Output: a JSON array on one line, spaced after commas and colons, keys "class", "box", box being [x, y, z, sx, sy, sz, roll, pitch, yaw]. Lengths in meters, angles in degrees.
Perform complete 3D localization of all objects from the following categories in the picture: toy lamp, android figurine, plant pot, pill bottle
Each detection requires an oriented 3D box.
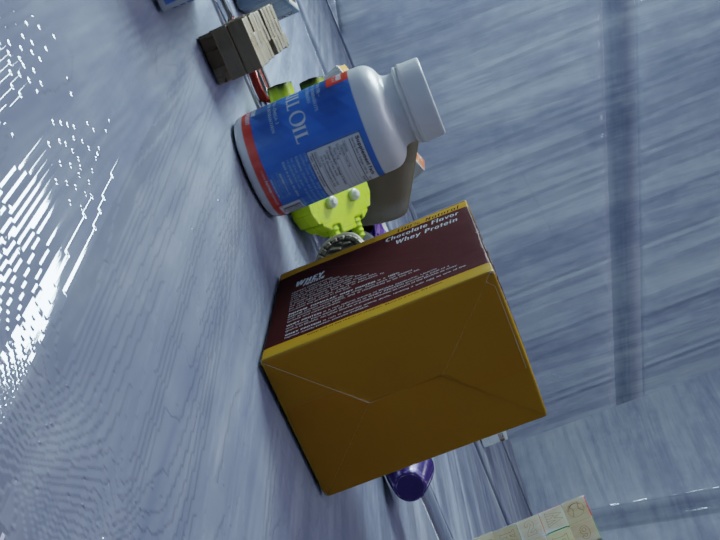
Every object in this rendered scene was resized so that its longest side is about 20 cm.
[{"class": "toy lamp", "box": [0.055, 0.205, 1.122, 0.200, 0.058, 0.059, -91, 158, -75]}, {"class": "android figurine", "box": [-0.045, -0.126, 1.133, 0.182, 0.041, 0.202, -22, 96, -52]}, {"class": "plant pot", "box": [-0.001, -0.159, 1.314, 0.200, 0.198, 0.175, -87, 171, -72]}, {"class": "pill bottle", "box": [-0.019, -0.141, 0.986, 0.112, 0.198, 0.113, -22, 90, -83]}]

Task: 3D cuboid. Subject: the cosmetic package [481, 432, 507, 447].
[{"class": "cosmetic package", "box": [0.332, 0.373, 2.554, 0.200, 0.073, 0.102, -79, 146, -73]}]

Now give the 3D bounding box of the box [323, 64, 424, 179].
[{"class": "box", "box": [-0.001, -0.204, 1.462, 0.200, 0.097, 0.124, 49, 11, -7]}]

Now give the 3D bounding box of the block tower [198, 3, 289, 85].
[{"class": "block tower", "box": [-0.125, -0.252, 1.059, 0.200, 0.054, 0.058, -77, 146, -71]}]

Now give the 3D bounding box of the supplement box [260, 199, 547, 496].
[{"class": "supplement box", "box": [0.036, 0.059, 0.845, 0.200, 0.196, 0.134, -91, 159, -70]}]

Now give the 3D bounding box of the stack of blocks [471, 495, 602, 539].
[{"class": "stack of blocks", "box": [0.190, 0.351, 1.127, 0.059, 0.199, 0.116, -107, 172, -47]}]

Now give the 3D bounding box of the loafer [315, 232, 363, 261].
[{"class": "loafer", "box": [-0.004, 0.059, 1.062, 0.068, 0.075, 0.202, 46, 34, -74]}]

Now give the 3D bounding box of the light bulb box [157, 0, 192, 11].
[{"class": "light bulb box", "box": [-0.158, -0.367, 0.909, 0.200, 0.124, 0.200, -93, 161, -69]}]

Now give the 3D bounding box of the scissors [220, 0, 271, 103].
[{"class": "scissors", "box": [-0.153, -0.296, 1.183, 0.073, 0.014, 0.201, -83, 151, -69]}]

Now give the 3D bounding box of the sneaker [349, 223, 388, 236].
[{"class": "sneaker", "box": [0.021, -0.030, 1.524, 0.201, 0.080, 0.083, 60, 21, -1]}]

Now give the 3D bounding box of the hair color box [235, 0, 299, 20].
[{"class": "hair color box", "box": [-0.145, -0.415, 1.367, 0.200, 0.060, 0.100, -61, 130, -81]}]

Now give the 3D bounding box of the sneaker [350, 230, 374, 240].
[{"class": "sneaker", "box": [0.000, 0.000, 1.210, 0.116, 0.075, 0.202, 63, 12, -46]}]
